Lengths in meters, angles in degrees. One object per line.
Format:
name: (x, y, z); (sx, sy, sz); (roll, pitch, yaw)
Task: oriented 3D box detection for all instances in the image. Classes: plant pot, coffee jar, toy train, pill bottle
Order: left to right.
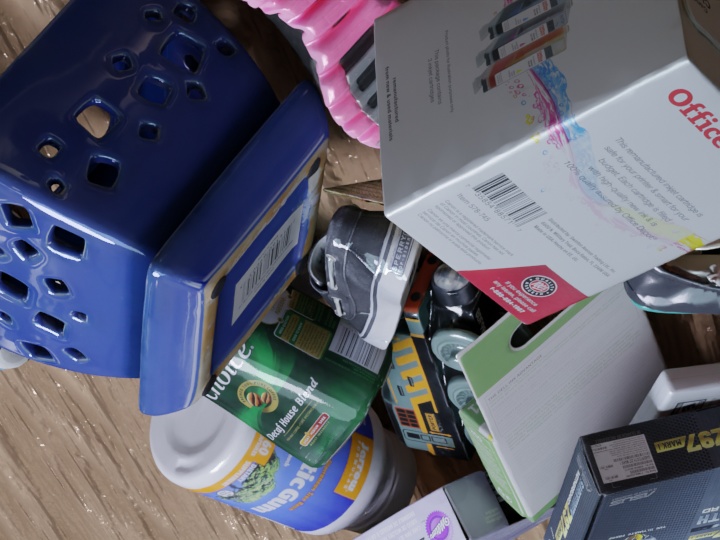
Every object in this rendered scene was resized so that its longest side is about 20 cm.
plant pot: (-0.132, -0.042, 1.490); (0.179, 0.200, 0.201); (30, 148, 13)
coffee jar: (-0.084, 0.046, 1.652); (0.199, 0.086, 0.104); (31, 135, -7)
pill bottle: (-0.051, 0.133, 1.795); (0.112, 0.113, 0.199); (-22, 147, 38)
toy train: (0.062, 0.063, 1.714); (0.113, 0.086, 0.201); (7, 144, 24)

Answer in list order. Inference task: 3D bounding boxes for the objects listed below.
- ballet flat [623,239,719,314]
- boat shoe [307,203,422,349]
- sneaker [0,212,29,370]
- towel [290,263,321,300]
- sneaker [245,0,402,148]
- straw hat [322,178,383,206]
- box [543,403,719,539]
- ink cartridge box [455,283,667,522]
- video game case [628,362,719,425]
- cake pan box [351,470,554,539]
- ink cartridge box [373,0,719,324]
ballet flat: (0.271, -0.001, 1.566); (0.198, 0.074, 0.073); (4, 143, 3)
boat shoe: (0.000, 0.000, 1.546); (0.067, 0.072, 0.200); (18, 170, 2)
sneaker: (-0.268, 0.002, 1.745); (0.086, 0.075, 0.201); (-6, 140, 15)
towel: (-0.123, 0.003, 1.730); (0.199, 0.035, 0.132); (-24, 131, 38)
sneaker: (-0.025, -0.160, 1.440); (0.079, 0.095, 0.200); (-39, 120, 0)
straw hat: (0.073, -0.071, 1.515); (0.199, 0.086, 0.201); (13, 180, 0)
box: (0.236, 0.151, 1.670); (0.198, 0.051, 0.158); (-11, 150, -13)
ink cartridge box: (0.132, 0.063, 1.641); (0.048, 0.145, 0.201); (39, 164, 42)
video game case: (0.264, 0.119, 1.706); (0.181, 0.023, 0.201); (-6, 148, -19)
cake pan box: (0.063, 0.199, 1.806); (0.200, 0.184, 0.053); (-35, 79, 38)
ink cartridge box: (0.128, -0.093, 1.325); (0.199, 0.146, 0.145); (-25, 138, 28)
